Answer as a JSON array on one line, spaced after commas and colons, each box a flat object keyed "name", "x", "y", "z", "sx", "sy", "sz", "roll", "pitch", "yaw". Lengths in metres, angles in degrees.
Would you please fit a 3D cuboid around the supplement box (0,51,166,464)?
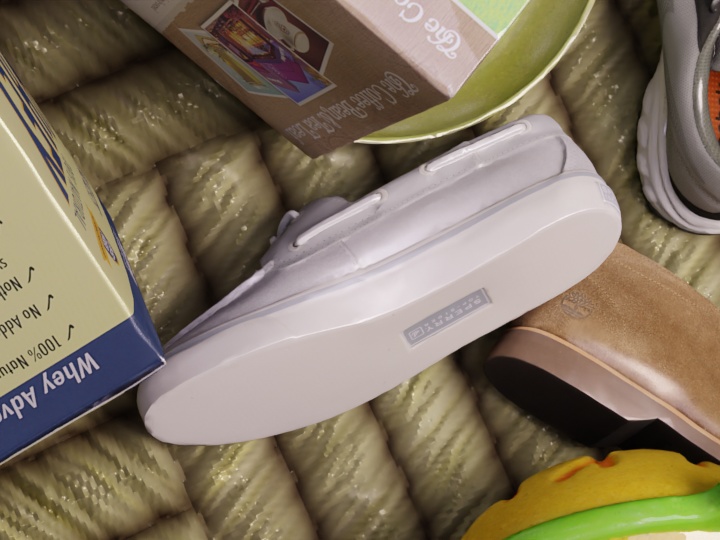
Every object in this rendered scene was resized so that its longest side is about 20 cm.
[{"name": "supplement box", "x": -0.205, "y": -0.019, "z": 0.717, "sx": 0.200, "sy": 0.134, "sz": 0.200, "roll": -31, "pitch": 116, "yaw": -1}]

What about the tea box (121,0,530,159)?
[{"name": "tea box", "x": 0.014, "y": -0.159, "z": 0.762, "sx": 0.134, "sy": 0.200, "sz": 0.197, "roll": 39, "pitch": 79, "yaw": -9}]

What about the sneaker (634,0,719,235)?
[{"name": "sneaker", "x": 0.150, "y": -0.117, "z": 0.886, "sx": 0.074, "sy": 0.079, "sz": 0.200, "roll": -4, "pitch": 87, "yaw": -12}]

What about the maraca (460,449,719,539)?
[{"name": "maraca", "x": 0.116, "y": 0.117, "z": 0.823, "sx": 0.137, "sy": 0.200, "sz": 0.107, "roll": 33, "pitch": 40, "yaw": -47}]

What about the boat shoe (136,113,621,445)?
[{"name": "boat shoe", "x": 0.000, "y": 0.000, "z": 0.850, "sx": 0.200, "sy": 0.072, "sz": 0.069, "roll": -29, "pitch": 57, "yaw": 5}]

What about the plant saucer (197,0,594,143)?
[{"name": "plant saucer", "x": 0.002, "y": -0.149, "z": 0.877, "sx": 0.200, "sy": 0.031, "sz": 0.200, "roll": 1, "pitch": 86, "yaw": -14}]

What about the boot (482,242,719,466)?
[{"name": "boot", "x": 0.151, "y": 0.059, "z": 0.885, "sx": 0.200, "sy": 0.074, "sz": 0.075, "roll": 34, "pitch": 67, "yaw": -9}]
